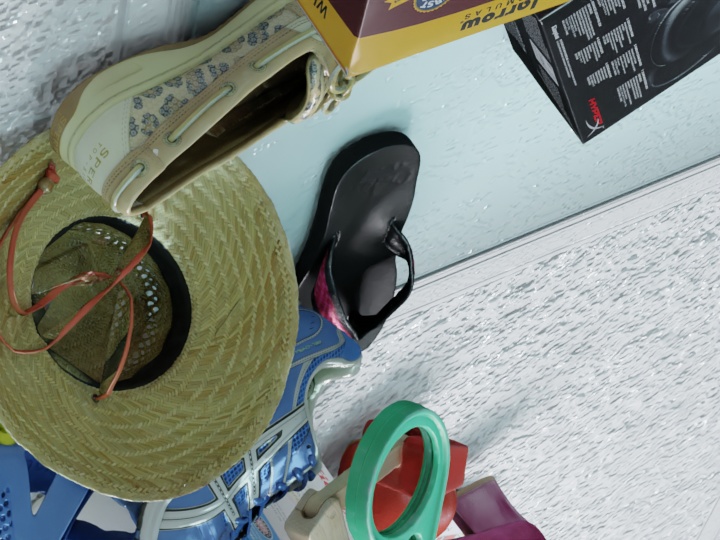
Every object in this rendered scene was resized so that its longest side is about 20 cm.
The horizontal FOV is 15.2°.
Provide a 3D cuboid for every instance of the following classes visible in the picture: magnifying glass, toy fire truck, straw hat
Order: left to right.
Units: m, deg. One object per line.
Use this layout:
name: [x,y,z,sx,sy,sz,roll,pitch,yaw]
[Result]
straw hat: [-0.134,0.016,1.321,0.201,0.202,0.085,-11,-176,-40]
toy fire truck: [-0.021,0.167,1.495,0.200,0.049,0.142,-15,120,-55]
magnifying glass: [0.026,0.161,1.497,0.080,0.022,0.201,-40,138,-41]

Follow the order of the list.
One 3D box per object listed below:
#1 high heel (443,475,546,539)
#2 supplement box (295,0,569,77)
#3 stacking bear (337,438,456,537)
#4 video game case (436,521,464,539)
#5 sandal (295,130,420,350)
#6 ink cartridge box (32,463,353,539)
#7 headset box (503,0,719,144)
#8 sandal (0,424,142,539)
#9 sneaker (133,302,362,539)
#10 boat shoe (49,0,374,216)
high heel: [0.038,0.230,1.847,0.200,0.096,0.067,-30,154,-11]
supplement box: [0.020,-0.220,0.972,0.132,0.198,0.200,-21,152,-25]
stacking bear: [-0.021,0.187,1.748,0.200,0.114,0.121,-45,153,12]
video game case: [-0.013,0.231,1.924,0.182,0.023,0.200,-1,139,-49]
sandal: [0.000,0.000,1.509,0.075,0.045,0.200,-23,153,-22]
ink cartridge box: [-0.082,0.173,1.616,0.125,0.129,0.200,-42,153,15]
headset box: [0.166,-0.173,1.370,0.200,0.077,0.149,-35,155,-1]
sandal: [-0.190,0.129,1.463,0.199,0.087,0.080,-18,152,-27]
sneaker: [-0.065,0.107,1.472,0.076,0.077,0.201,71,42,-77]
boat shoe: [-0.050,-0.083,1.277,0.200,0.063,0.073,-28,153,-25]
